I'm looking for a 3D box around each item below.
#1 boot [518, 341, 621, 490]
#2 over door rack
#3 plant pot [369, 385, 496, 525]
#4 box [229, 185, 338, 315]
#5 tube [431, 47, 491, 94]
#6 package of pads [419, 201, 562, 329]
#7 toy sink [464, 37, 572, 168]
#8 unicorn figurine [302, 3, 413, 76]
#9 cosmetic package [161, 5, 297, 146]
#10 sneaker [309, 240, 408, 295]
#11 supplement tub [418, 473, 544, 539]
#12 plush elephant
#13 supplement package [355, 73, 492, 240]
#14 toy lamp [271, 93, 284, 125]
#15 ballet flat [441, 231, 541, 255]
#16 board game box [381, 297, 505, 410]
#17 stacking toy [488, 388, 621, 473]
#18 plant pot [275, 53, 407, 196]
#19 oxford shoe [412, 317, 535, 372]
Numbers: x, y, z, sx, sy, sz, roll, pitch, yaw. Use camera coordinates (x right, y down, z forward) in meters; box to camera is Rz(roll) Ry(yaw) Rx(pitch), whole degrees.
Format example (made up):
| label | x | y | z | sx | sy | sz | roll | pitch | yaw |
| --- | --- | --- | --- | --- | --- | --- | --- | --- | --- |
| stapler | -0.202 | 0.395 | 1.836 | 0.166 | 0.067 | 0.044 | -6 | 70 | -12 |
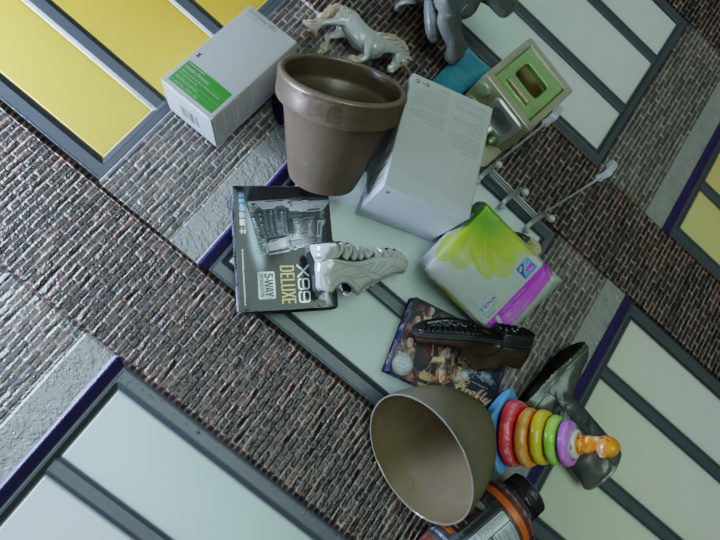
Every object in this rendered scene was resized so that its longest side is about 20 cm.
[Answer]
| label | x | y | z | sx | sy | sz | roll | pitch | yaw |
| --- | --- | --- | --- | --- | --- | --- | --- | --- | --- |
| boot | 0.395 | 0.254 | 0.990 | 0.182 | 0.073 | 0.200 | -44 | 88 | -6 |
| over door rack | 0.314 | -0.165 | 0.979 | 0.148 | 0.200 | 0.067 | 43 | 44 | -6 |
| plant pot | 0.130 | 0.259 | 0.857 | 0.134 | 0.200 | 0.202 | -18 | 85 | -40 |
| box | -0.123 | -0.032 | 0.893 | 0.156 | 0.050 | 0.202 | -2 | 80 | -19 |
| tube | 0.170 | -0.351 | 1.050 | 0.077 | 0.050 | 0.200 | 44 | 66 | -1 |
| package of pads | 0.216 | 0.003 | 0.951 | 0.200 | 0.068 | 0.155 | 43 | 96 | -11 |
| toy sink | 0.270 | -0.308 | 1.036 | 0.200 | 0.112 | 0.131 | -41 | 93 | -20 |
| unicorn figurine | 0.001 | -0.400 | 0.990 | 0.137 | 0.074 | 0.200 | -39 | 93 | -19 |
| cosmetic package | -0.204 | -0.312 | 0.898 | 0.107 | 0.085 | 0.200 | 37 | 72 | 5 |
| sneaker | 0.000 | 0.000 | 0.892 | 0.199 | 0.075 | 0.082 | 3 | 85 | -44 |
| supplement tub | 0.195 | 0.408 | 0.881 | 0.199 | 0.107 | 0.107 | -30 | 89 | -21 |
| plush elephant | 0.154 | -0.511 | 1.027 | 0.165 | 0.155 | 0.200 | -46 | 128 | 14 |
| supplement package | 0.104 | -0.182 | 0.939 | 0.151 | 0.151 | 0.202 | 19 | 74 | -14 |
| toy lamp | -0.050 | -0.296 | 0.963 | 0.199 | 0.058 | 0.059 | -19 | 86 | -20 |
| ballet flat | 0.241 | -0.054 | 1.004 | 0.198 | 0.057 | 0.067 | 10 | 59 | -16 |
| board game box | 0.150 | 0.149 | 0.952 | 0.199 | 0.035 | 0.136 | 26 | 73 | -11 |
| stacking toy | 0.306 | 0.266 | 0.881 | 0.116 | 0.199 | 0.111 | -36 | 114 | -45 |
| plant pot | -0.043 | -0.216 | 0.873 | 0.199 | 0.176 | 0.201 | 11 | 34 | -8 |
| oxford shoe | 0.179 | 0.127 | 0.909 | 0.198 | 0.073 | 0.085 | 10 | 107 | -1 |
